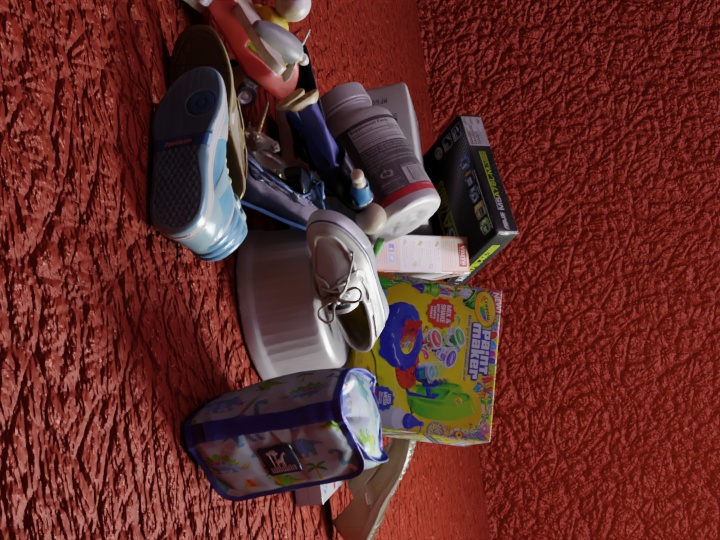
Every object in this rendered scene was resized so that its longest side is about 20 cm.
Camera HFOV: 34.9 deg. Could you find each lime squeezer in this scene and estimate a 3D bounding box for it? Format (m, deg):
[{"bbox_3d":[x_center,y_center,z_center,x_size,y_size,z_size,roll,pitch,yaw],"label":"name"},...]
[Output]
[{"bbox_3d":[0.000,0.000,1.436,0.071,0.037,0.200,-62,-170,-7],"label":"lime squeezer"}]

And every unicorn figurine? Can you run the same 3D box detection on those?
[{"bbox_3d":[-0.109,-0.125,1.457,0.137,0.074,0.200,45,-10,-10],"label":"unicorn figurine"}]

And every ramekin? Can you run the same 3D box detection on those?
[{"bbox_3d":[-0.079,0.041,1.447,0.200,0.097,0.203,-9,90,-78],"label":"ramekin"}]

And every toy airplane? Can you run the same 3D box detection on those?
[{"bbox_3d":[-0.129,-0.310,1.371,0.202,0.140,0.199,63,1,1],"label":"toy airplane"}]

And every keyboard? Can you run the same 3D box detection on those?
[{"bbox_3d":[-0.069,-0.197,1.503,0.127,0.020,0.202,21,-53,61],"label":"keyboard"}]

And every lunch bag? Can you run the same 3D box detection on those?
[{"bbox_3d":[-0.074,0.166,1.199,0.200,0.168,0.129,44,34,-72],"label":"lunch bag"}]

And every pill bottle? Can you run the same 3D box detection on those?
[{"bbox_3d":[0.014,-0.147,1.525,0.201,0.110,0.111,61,7,15],"label":"pill bottle"}]

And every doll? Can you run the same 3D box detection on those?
[{"bbox_3d":[-0.028,-0.126,1.407,0.201,0.048,0.136,58,-18,-22],"label":"doll"}]

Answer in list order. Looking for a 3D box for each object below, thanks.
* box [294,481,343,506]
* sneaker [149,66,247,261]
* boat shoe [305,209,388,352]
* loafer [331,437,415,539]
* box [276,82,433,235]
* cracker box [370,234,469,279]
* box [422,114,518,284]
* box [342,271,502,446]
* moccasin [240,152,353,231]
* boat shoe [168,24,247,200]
[{"bbox_3d":[-0.056,0.219,1.555,0.200,0.041,0.158,-9,92,-77],"label":"box"},{"bbox_3d":[-0.164,-0.103,1.209,0.131,0.079,0.202,56,37,-60],"label":"sneaker"},{"bbox_3d":[-0.023,0.025,1.351,0.203,0.074,0.087,71,29,-43],"label":"boat shoe"},{"bbox_3d":[0.018,0.296,1.601,0.202,0.068,0.076,-65,172,5],"label":"loafer"},{"bbox_3d":[-0.005,-0.139,1.673,0.171,0.198,0.201,49,33,-76],"label":"box"},{"bbox_3d":[0.039,-0.014,1.631,0.198,0.133,0.058,0,83,-37],"label":"cracker box"},{"bbox_3d":[0.143,-0.096,1.702,0.193,0.047,0.202,-44,-127,50],"label":"box"},{"bbox_3d":[0.074,0.120,1.525,0.122,0.190,0.203,137,-40,-74],"label":"box"},{"bbox_3d":[-0.081,-0.092,1.367,0.199,0.080,0.069,21,96,-40],"label":"moccasin"},{"bbox_3d":[-0.168,-0.169,1.276,0.066,0.073,0.203,-74,158,-88],"label":"boat shoe"}]
